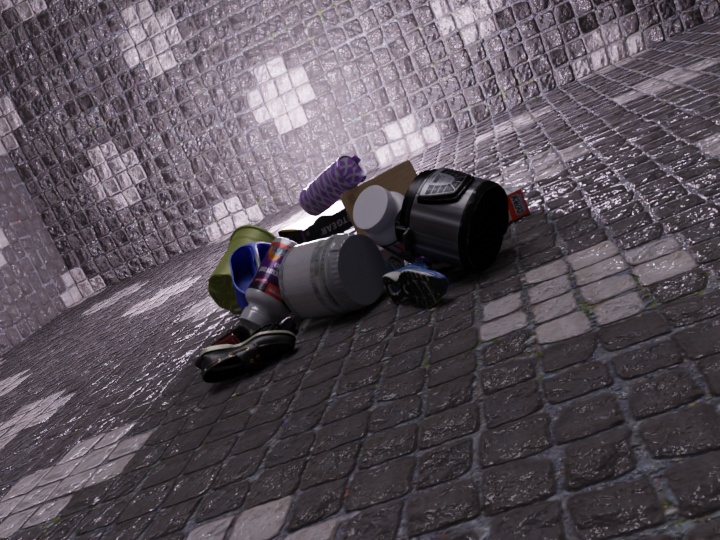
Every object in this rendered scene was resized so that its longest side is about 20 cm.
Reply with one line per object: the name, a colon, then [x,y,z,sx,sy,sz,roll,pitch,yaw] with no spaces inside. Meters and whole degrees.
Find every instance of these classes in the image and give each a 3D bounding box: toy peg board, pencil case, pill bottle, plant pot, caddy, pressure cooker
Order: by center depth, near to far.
pressure cooker: [0.167,-0.101,1.472,0.197,0.183,0.174,18,5,36]
pill bottle: [0.080,-0.095,1.606,0.114,0.119,0.198,-14,-27,37]
pill bottle: [-0.190,0.039,1.702,0.111,0.111,0.203,-4,55,57]
toy peg board: [0.070,-0.125,1.848,0.197,0.202,0.098,-27,-2,-15]
pencil case: [-0.073,-0.209,1.862,0.199,0.083,0.087,-31,31,46]
caddy: [-0.253,0.011,1.898,0.138,0.107,0.202,-9,44,-12]
plant pot: [-0.316,0.011,2.072,0.197,0.203,0.185,-15,28,37]

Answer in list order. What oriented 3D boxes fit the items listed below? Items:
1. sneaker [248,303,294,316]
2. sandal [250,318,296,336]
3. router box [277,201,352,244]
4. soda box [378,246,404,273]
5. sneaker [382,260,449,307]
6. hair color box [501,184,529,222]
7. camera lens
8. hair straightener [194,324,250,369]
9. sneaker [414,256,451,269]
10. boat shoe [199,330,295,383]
sneaker: [-0.176,0.064,1.782,0.196,0.082,0.074,-25,13,1]
sandal: [-0.216,0.153,1.593,0.198,0.044,0.075,-33,15,-29]
router box: [-0.094,-0.118,1.942,0.198,0.053,0.156,-30,15,-26]
soda box: [0.000,0.000,1.732,0.196,0.070,0.064,-23,13,13]
sneaker: [0.116,0.014,1.443,0.088,0.080,0.199,-32,14,-19]
hair color box: [0.270,-0.121,1.717,0.197,0.065,0.111,-27,12,0]
camera lens: [-0.064,0.013,1.595,0.197,0.163,0.159,-12,18,44]
hair straightener: [-0.292,0.164,1.623,0.199,0.041,0.077,-38,7,43]
sneaker: [0.195,-0.066,1.593,0.197,0.085,0.081,-28,13,-7]
boat shoe: [-0.220,0.172,1.499,0.196,0.074,0.064,-15,49,0]
